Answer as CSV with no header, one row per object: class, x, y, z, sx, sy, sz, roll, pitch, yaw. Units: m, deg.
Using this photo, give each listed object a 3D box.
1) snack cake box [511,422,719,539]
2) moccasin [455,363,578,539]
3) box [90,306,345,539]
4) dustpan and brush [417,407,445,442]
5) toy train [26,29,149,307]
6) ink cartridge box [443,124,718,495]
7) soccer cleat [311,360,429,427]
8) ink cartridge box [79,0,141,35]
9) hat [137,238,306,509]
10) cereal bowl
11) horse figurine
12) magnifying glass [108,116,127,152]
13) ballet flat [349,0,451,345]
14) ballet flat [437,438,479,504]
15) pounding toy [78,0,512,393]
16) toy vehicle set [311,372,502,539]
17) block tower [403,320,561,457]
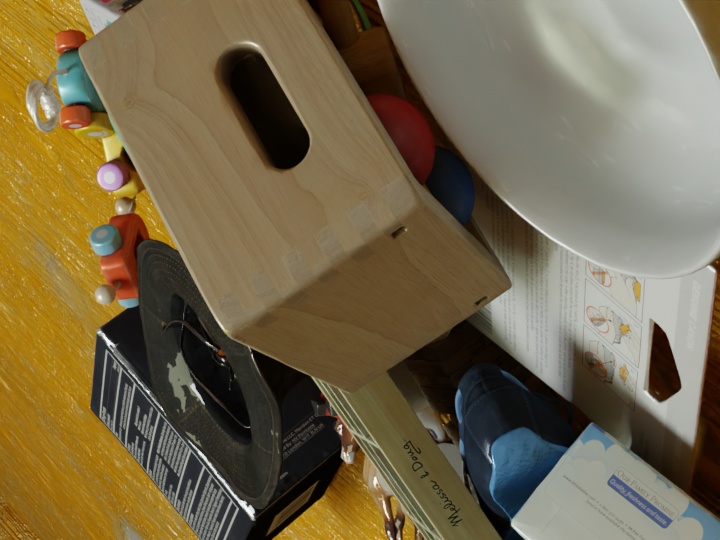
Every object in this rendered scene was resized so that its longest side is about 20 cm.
snack cake box,0.164,0.166,0.833,0.115,0.067,0.200,37,173,32
moccasin,0.093,0.097,0.877,0.200,0.080,0.068,74,170,-66
box,-0.119,0.123,1.357,0.199,0.123,0.200,48,157,10
dustpan and brush,-0.006,0.041,1.113,0.201,0.057,0.139,63,161,-7
toy train,-0.177,-0.078,1.191,0.151,0.055,0.201,-84,-18,-49
ink cartridge box,0.114,-0.001,0.792,0.176,0.045,0.200,41,156,30
soccer cleat,0.000,0.000,1.007,0.069,0.085,0.201,176,83,-70
ink cartridge box,-0.112,-0.119,1.071,0.200,0.042,0.120,37,154,50
hat,-0.080,0.057,1.112,0.200,0.081,0.201,41,146,36
cereal bowl,0.096,-0.101,0.624,0.200,0.083,0.200,44,158,23
horse figurine,0.033,0.161,1.174,0.200,0.050,0.133,164,99,-75
magnifying glass,-0.121,-0.077,1.074,0.200,0.022,0.080,22,143,59
ballet flat,-0.004,-0.049,0.875,0.070,0.065,0.201,-179,69,-75
ballet flat,0.115,0.135,1.014,0.200,0.046,0.068,1,94,57
pounding toy,-0.023,-0.077,0.744,0.201,0.142,0.184,60,-170,21
toy vehicle set,0.030,0.113,0.915,0.200,0.026,0.124,55,173,-3
block tower,0.044,0.023,0.962,0.201,0.054,0.058,59,157,-14
